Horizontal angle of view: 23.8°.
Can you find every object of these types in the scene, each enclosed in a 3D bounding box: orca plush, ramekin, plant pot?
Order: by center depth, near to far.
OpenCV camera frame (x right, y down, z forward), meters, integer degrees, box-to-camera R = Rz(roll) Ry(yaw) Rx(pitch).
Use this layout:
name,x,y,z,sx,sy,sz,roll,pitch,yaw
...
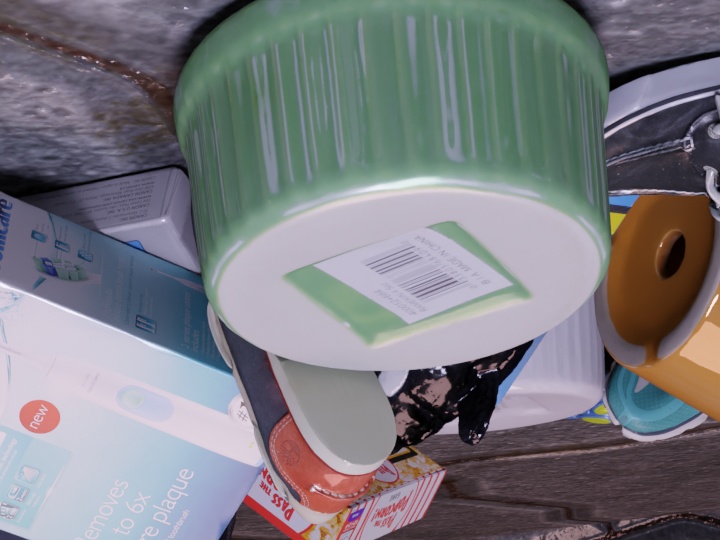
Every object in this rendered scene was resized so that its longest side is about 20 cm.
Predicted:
name,x,y,z,sx,sy,sz,roll,pitch,yaw
ramekin,0.017,-0.035,0.754,0.197,0.099,0.201,-4,152,-2
orca plush,0.036,0.064,0.911,0.199,0.071,0.105,-35,140,8
plant pot,0.237,0.015,0.937,0.181,0.203,0.200,15,159,-23
ramekin,0.079,0.054,1.202,0.198,0.099,0.201,-4,165,-1

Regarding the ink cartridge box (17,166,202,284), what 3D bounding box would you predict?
name,x,y,z,sx,sy,sz,roll,pitch,yaw
ink cartridge box,-0.161,0.028,0.997,0.198,0.045,0.177,-9,137,19

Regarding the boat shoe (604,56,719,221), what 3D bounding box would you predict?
name,x,y,z,sx,sy,sz,roll,pitch,yaw
boat shoe,0.189,-0.059,0.825,0.197,0.069,0.074,-12,152,17

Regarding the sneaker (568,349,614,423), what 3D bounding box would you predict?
name,x,y,z,sx,sy,sz,roll,pitch,yaw
sneaker,0.165,0.073,1.320,0.070,0.084,0.199,23,168,-23

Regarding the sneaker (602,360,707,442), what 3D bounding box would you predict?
name,x,y,z,sx,sy,sz,roll,pitch,yaw
sneaker,0.254,0.045,1.205,0.199,0.078,0.080,-33,162,-12

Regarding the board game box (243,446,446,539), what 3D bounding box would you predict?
name,x,y,z,sx,sy,sz,roll,pitch,yaw
board game box,-0.056,0.117,1.211,0.199,0.047,0.151,34,-162,23

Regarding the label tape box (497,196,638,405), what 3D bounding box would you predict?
name,x,y,z,sx,sy,sz,roll,pitch,yaw
label tape box,0.057,-0.017,0.943,0.143,0.064,0.201,6,130,-35

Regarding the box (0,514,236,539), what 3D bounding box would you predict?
name,x,y,z,sx,sy,sz,roll,pitch,yaw
box,-0.189,0.159,1.256,0.194,0.119,0.200,10,-164,-1

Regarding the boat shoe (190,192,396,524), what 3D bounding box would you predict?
name,x,y,z,sx,sy,sz,roll,pitch,yaw
boat shoe,-0.042,0.026,0.848,0.070,0.201,0.063,-7,149,-30

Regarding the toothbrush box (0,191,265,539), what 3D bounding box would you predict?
name,x,y,z,sx,sy,sz,roll,pitch,yaw
toothbrush box,-0.150,0.064,0.907,0.198,0.086,0.147,25,117,-18
